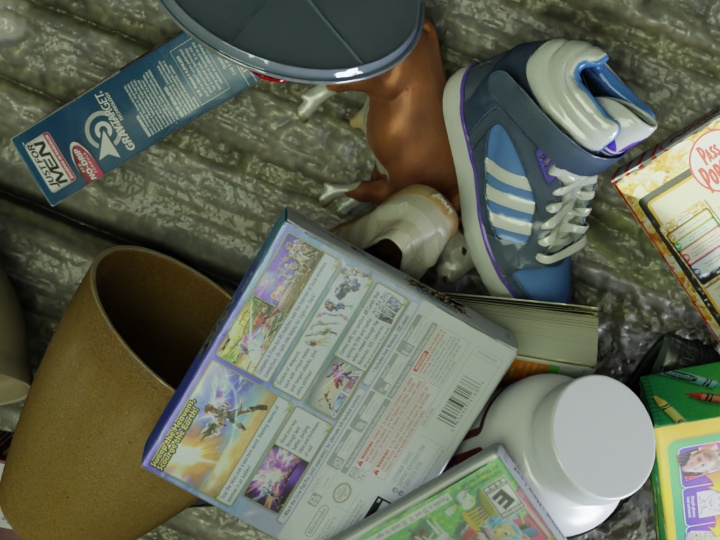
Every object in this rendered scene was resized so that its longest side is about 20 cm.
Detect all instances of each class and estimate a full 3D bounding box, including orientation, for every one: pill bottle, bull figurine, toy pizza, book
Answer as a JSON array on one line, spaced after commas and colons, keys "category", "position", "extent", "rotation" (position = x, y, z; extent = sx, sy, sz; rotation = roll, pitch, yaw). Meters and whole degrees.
[{"category": "pill bottle", "position": [0.112, 0.136, 1.589], "extent": [0.113, 0.113, 0.200], "rotation": [54, 147, -5]}, {"category": "bull figurine", "position": [0.027, -0.086, 1.642], "extent": [0.121, 0.065, 0.201], "rotation": [-7, 103, 17]}, {"category": "toy pizza", "position": [-0.054, -0.192, 1.573], "extent": [0.200, 0.200, 0.032], "rotation": [27, 134, 5]}, {"category": "book", "position": [0.059, 0.064, 1.628], "extent": [0.199, 0.134, 0.048], "rotation": [7, 63, -3]}]

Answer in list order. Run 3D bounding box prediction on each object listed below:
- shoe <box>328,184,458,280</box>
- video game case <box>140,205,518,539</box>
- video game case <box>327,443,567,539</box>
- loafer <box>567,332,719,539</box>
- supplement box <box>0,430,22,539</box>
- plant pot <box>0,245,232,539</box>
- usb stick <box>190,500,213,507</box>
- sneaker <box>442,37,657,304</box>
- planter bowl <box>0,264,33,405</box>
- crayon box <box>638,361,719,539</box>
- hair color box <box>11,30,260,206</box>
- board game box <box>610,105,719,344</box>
[{"category": "shoe", "position": [0.000, 0.000, 1.629], "extent": [0.070, 0.053, 0.200], "rotation": [40, 146, -5]}, {"category": "video game case", "position": [-0.022, 0.086, 1.545], "extent": [0.181, 0.045, 0.200], "rotation": [29, 103, -11]}, {"category": "video game case", "position": [0.061, 0.237, 1.536], "extent": [0.200, 0.022, 0.182], "rotation": [-32, 99, 19]}, {"category": "loafer", "position": [0.182, 0.119, 1.648], "extent": [0.070, 0.068, 0.201], "rotation": [32, 120, -16]}, {"category": "supplement box", "position": [-0.347, 0.175, 1.805], "extent": [0.199, 0.061, 0.109], "rotation": [9, 106, 10]}, {"category": "plant pot", "position": [-0.174, 0.118, 1.683], "extent": [0.186, 0.186, 0.200], "rotation": [39, 111, 1]}, {"category": "usb stick", "position": [-0.071, 0.150, 1.747], "extent": [0.199, 0.033, 0.056], "rotation": [-6, 104, 15]}, {"category": "sneaker", "position": [0.144, -0.061, 1.578], "extent": [0.146, 0.081, 0.201], "rotation": [-9, 101, 42]}, {"category": "planter bowl", "position": [-0.344, 0.025, 1.708], "extent": [0.200, 0.200, 0.135], "rotation": [-4, 77, 14]}, {"category": "crayon box", "position": [0.266, 0.157, 1.606], "extent": [0.118, 0.058, 0.200], "rotation": [-10, 125, 1]}, {"category": "hair color box", "position": [-0.145, -0.128, 1.653], "extent": [0.200, 0.100, 0.061], "rotation": [-30, 96, 19]}, {"category": "board game box", "position": [0.294, -0.024, 1.605], "extent": [0.151, 0.046, 0.200], "rotation": [-32, 96, 19]}]
